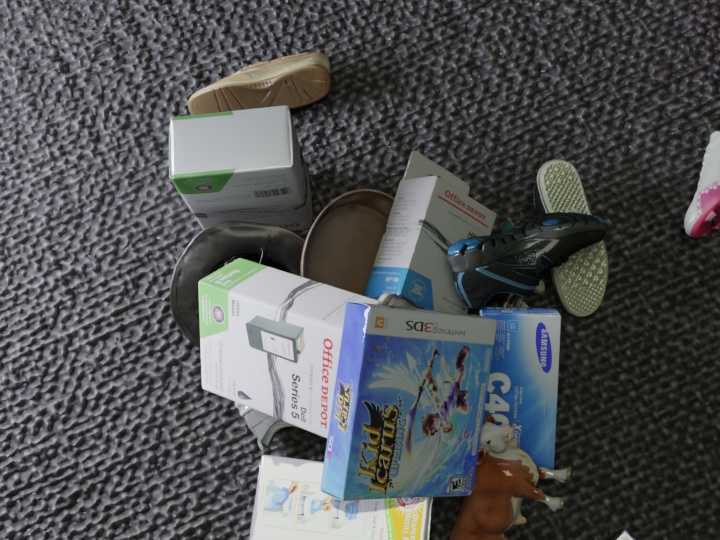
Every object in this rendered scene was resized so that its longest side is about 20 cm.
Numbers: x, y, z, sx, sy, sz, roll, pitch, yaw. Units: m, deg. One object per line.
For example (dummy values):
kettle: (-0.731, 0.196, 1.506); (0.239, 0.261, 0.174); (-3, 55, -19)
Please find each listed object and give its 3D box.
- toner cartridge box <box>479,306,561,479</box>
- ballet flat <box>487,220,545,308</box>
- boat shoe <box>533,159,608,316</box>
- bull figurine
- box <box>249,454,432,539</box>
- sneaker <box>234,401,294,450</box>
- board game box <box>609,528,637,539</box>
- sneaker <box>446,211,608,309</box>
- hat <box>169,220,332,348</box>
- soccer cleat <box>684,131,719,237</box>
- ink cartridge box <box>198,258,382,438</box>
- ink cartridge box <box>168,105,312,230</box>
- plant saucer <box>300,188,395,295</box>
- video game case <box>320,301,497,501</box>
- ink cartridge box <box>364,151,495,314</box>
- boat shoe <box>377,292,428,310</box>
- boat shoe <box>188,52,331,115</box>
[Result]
toner cartridge box: (0.186, 0.146, 1.168); (0.095, 0.043, 0.200); (1, 98, 3)
ballet flat: (0.190, 0.041, 1.229); (0.075, 0.068, 0.200); (19, 82, -14)
boat shoe: (0.264, -0.041, 1.241); (0.074, 0.062, 0.200); (-14, 90, -5)
bull figurine: (0.169, 0.259, 1.129); (0.121, 0.065, 0.200); (18, 117, 9)
box: (-0.018, 0.283, 1.147); (0.200, 0.113, 0.102); (6, 74, 5)
sneaker: (-0.051, 0.158, 1.212); (0.200, 0.075, 0.082); (-22, 84, 9)
board game box: (0.335, 0.415, 1.133); (0.120, 0.032, 0.200); (-40, 76, -11)
sneaker: (0.203, -0.016, 1.173); (0.200, 0.073, 0.082); (-16, 105, -6)
hat: (-0.136, 0.024, 1.233); (0.200, 0.081, 0.201); (-1, 101, -4)
soccer cleat: (0.465, -0.127, 1.252); (0.200, 0.070, 0.086); (-45, 61, -10)
ink cartridge box: (-0.081, 0.087, 1.110); (0.200, 0.084, 0.146); (16, 118, 28)
ink cartridge box: (-0.143, -0.117, 1.217); (0.146, 0.200, 0.085); (-5, 72, 2)
plant saucer: (0.000, 0.000, 1.208); (0.034, 0.200, 0.201); (3, 70, 51)
video game case: (0.055, 0.141, 1.041); (0.181, 0.045, 0.200); (7, 91, -36)
ink cartridge box: (0.093, -0.039, 1.210); (0.116, 0.067, 0.200); (27, 75, -36)
boat shoe: (0.075, 0.099, 1.145); (0.057, 0.200, 0.067); (17, 65, 37)
boat shoe: (-0.135, -0.245, 1.324); (0.200, 0.071, 0.065); (-11, 40, 9)
